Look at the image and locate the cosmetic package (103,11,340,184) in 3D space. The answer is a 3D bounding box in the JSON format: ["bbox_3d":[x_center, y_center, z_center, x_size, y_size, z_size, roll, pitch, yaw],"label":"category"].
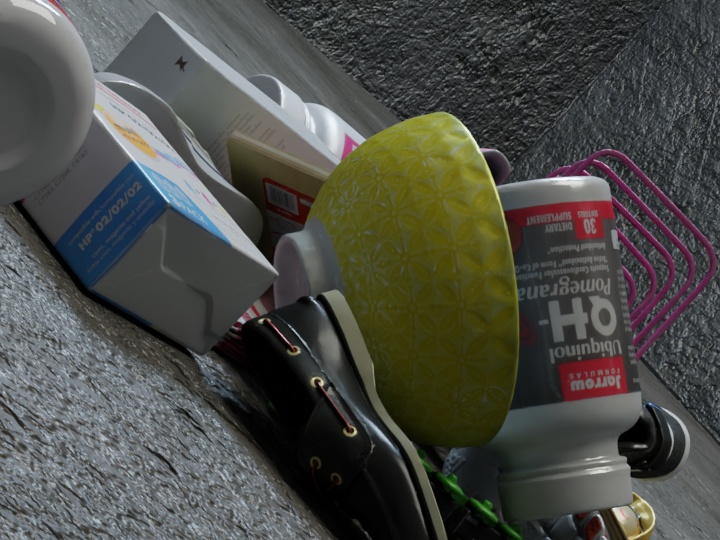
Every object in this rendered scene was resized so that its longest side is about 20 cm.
[{"bbox_3d":[-0.099,-0.081,1.719,0.071,0.102,0.200,47,7,40],"label":"cosmetic package"}]

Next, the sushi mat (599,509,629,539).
[{"bbox_3d":[0.123,0.107,1.638,0.201,0.012,0.096,63,-12,-1],"label":"sushi mat"}]

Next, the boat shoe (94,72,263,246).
[{"bbox_3d":[-0.134,-0.072,1.588,0.066,0.072,0.200,43,4,40],"label":"boat shoe"}]

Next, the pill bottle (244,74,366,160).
[{"bbox_3d":[-0.031,-0.057,1.917,0.200,0.113,0.113,38,8,-36],"label":"pill bottle"}]

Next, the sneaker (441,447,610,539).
[{"bbox_3d":[0.125,0.172,1.614,0.082,0.077,0.200,47,4,-34],"label":"sneaker"}]

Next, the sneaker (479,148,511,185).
[{"bbox_3d":[0.061,-0.034,1.840,0.070,0.082,0.200,53,28,-21],"label":"sneaker"}]

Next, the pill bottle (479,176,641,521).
[{"bbox_3d":[0.113,0.049,1.524,0.111,0.110,0.202,12,69,-77],"label":"pill bottle"}]

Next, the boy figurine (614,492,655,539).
[{"bbox_3d":[0.168,0.188,1.811,0.124,0.065,0.200,44,9,25],"label":"boy figurine"}]

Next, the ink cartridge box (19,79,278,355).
[{"bbox_3d":[-0.146,-0.053,1.399,0.200,0.068,0.115,48,8,36],"label":"ink cartridge box"}]

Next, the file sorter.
[{"bbox_3d":[0.166,0.001,1.895,0.139,0.125,0.200,46,-13,-4],"label":"file sorter"}]

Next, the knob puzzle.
[{"bbox_3d":[0.000,0.000,1.680,0.219,0.031,0.220,26,-33,19],"label":"knob puzzle"}]

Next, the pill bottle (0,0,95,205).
[{"bbox_3d":[-0.206,-0.118,1.251,0.112,0.113,0.200,39,8,-31],"label":"pill bottle"}]

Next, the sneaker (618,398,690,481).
[{"bbox_3d":[0.132,0.099,1.786,0.199,0.074,0.112,9,-9,22],"label":"sneaker"}]

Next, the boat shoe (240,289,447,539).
[{"bbox_3d":[-0.006,0.100,1.339,0.074,0.063,0.202,96,-28,-53],"label":"boat shoe"}]

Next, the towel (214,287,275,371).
[{"bbox_3d":[-0.077,0.022,1.545,0.144,0.023,0.200,48,8,36],"label":"towel"}]

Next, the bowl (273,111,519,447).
[{"bbox_3d":[0.009,0.011,1.477,0.107,0.202,0.200,-7,27,-17],"label":"bowl"}]

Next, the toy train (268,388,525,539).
[{"bbox_3d":[0.024,0.122,1.464,0.200,0.042,0.056,40,-3,-32],"label":"toy train"}]
